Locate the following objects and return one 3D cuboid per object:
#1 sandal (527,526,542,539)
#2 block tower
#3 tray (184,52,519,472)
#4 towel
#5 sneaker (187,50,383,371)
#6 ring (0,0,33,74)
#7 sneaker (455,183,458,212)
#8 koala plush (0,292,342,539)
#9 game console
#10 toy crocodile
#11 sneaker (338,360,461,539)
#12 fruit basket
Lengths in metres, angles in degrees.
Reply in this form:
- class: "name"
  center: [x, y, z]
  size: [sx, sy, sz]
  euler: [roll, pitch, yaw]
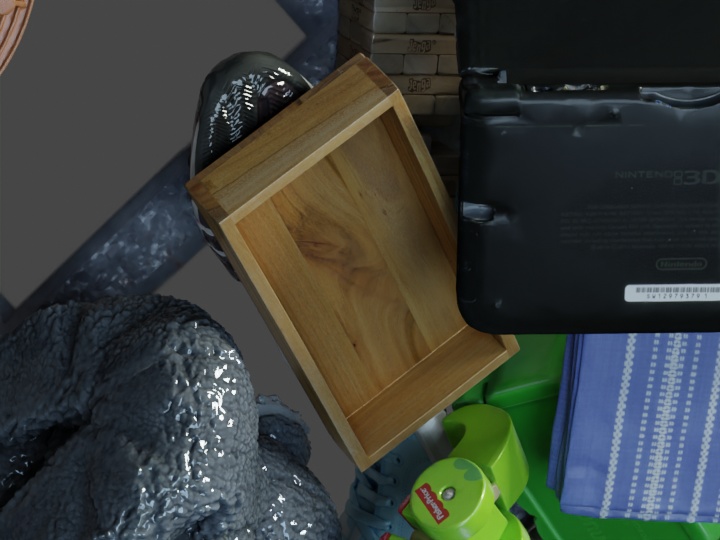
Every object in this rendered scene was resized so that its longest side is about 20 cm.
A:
- class: "sandal"
  center: [0.091, 0.236, 1.427]
  size: [0.057, 0.080, 0.202]
  euler: [-7, 100, -22]
- class: "block tower"
  center: [0.019, -0.072, 1.314]
  size: [0.057, 0.054, 0.201]
  euler: [-1, 106, -20]
- class: "tray"
  center: [0.000, 0.000, 1.220]
  size: [0.098, 0.037, 0.200]
  euler: [-37, 139, -8]
- class: "towel"
  center: [0.193, 0.055, 1.254]
  size: [0.198, 0.024, 0.146]
  euler: [4, 115, -4]
- class: "sneaker"
  center: [-0.058, -0.044, 1.254]
  size: [0.075, 0.116, 0.201]
  euler: [-30, 138, -13]
- class: "ring"
  center: [-0.244, -0.143, 1.218]
  size: [0.199, 0.019, 0.202]
  euler: [-6, 108, -18]
- class: "sneaker"
  center: [0.133, -0.064, 1.317]
  size: [0.130, 0.079, 0.201]
  euler: [39, 68, -29]
- class: "koala plush"
  center: [-0.080, 0.114, 1.266]
  size: [0.183, 0.178, 0.200]
  euler: [-33, 138, 24]
- class: "game console"
  center: [0.140, -0.073, 1.210]
  size: [0.198, 0.117, 0.177]
  euler: [-1, 115, -2]
- class: "toy crocodile"
  center: [0.026, 0.152, 1.255]
  size: [0.201, 0.061, 0.068]
  euler: [-61, 143, -18]
- class: "sneaker"
  center: [0.019, 0.128, 1.360]
  size: [0.082, 0.074, 0.201]
  euler: [-25, 119, -13]
- class: "fruit basket"
  center: [0.161, 0.052, 1.378]
  size: [0.215, 0.155, 0.217]
  euler: [24, 59, -46]
